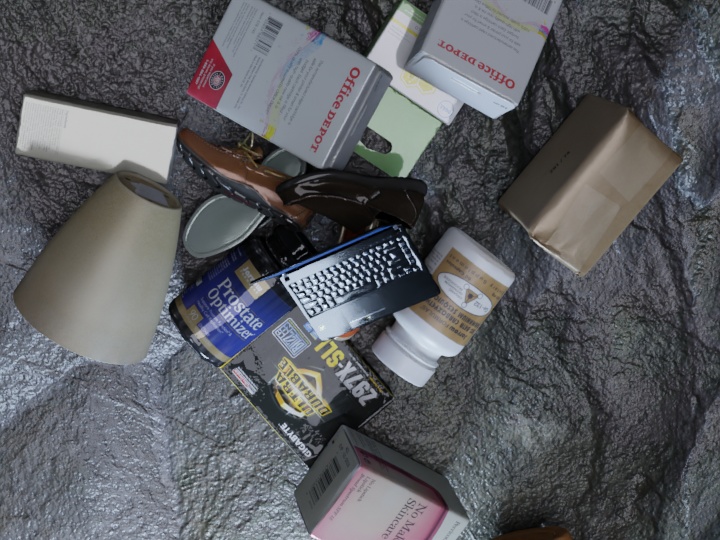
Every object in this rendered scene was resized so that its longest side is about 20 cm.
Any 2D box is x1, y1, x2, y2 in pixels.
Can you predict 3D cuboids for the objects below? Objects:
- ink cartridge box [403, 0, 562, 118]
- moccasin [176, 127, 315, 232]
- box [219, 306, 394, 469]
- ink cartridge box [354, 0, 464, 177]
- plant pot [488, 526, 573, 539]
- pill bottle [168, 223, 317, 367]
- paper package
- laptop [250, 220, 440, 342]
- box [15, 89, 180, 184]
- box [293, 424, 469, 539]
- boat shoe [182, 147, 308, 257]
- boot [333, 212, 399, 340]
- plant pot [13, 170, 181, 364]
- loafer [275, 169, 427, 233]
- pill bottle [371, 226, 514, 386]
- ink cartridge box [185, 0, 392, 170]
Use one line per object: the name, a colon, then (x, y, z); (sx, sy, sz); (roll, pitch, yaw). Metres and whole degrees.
ink cartridge box: (0.161, -0.317, 1.503); (0.144, 0.085, 0.201); (27, 77, -12)
moccasin: (-0.142, -0.128, 1.504); (0.200, 0.074, 0.078); (27, 76, 7)
box: (-0.074, 0.150, 1.639); (0.159, 0.049, 0.200); (-39, 103, 2)
ink cartridge box: (0.057, -0.234, 1.565); (0.145, 0.048, 0.201); (32, 95, -12)
plant pot: (0.245, 0.450, 1.677); (0.198, 0.200, 0.141); (-12, 88, -3)
pill bottle: (-0.147, 0.026, 1.569); (0.200, 0.112, 0.112); (-39, 104, 5)
paper package: (0.292, -0.116, 1.540); (0.103, 0.191, 0.200); (37, 98, -15)
laptop: (-0.013, 0.020, 1.464); (0.176, 0.104, 0.201); (-22, 126, 13)
box: (-0.337, -0.174, 1.527); (0.198, 0.068, 0.083); (12, 102, -9)
box: (0.028, 0.326, 1.634); (0.199, 0.109, 0.128); (30, 102, -25)
boat shoe: (-0.147, -0.086, 1.570); (0.199, 0.060, 0.076); (-34, 84, 5)
boot: (0.000, 0.000, 1.564); (0.074, 0.107, 0.202); (12, 94, -23)
plant pot: (-0.310, -0.016, 1.495); (0.186, 0.187, 0.201); (28, 104, -11)
loafer: (-0.008, -0.083, 1.466); (0.198, 0.073, 0.072); (2, 85, -19)
pill bottle: (0.108, 0.052, 1.600); (0.114, 0.114, 0.201); (35, 98, -12)
ink cartridge box: (-0.083, -0.232, 1.474); (0.199, 0.145, 0.146); (31, 98, 8)
